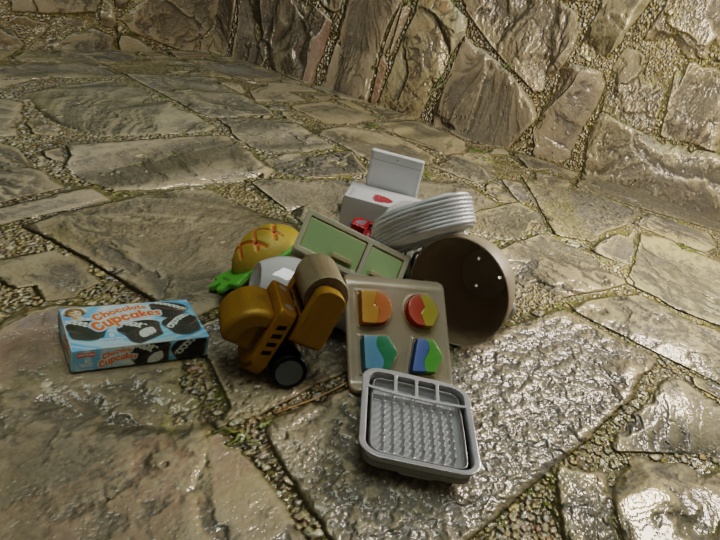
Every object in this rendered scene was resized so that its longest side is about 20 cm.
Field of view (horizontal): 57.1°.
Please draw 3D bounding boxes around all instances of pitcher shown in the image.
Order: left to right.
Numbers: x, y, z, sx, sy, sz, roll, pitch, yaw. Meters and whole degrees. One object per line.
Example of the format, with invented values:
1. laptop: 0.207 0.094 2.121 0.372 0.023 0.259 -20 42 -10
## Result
1. pitcher: -0.098 0.039 1.154 0.196 0.124 0.172 14 16 -24

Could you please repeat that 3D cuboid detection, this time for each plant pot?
1. plant pot: 0.208 0.022 1.235 0.197 0.205 0.133 26 28 27

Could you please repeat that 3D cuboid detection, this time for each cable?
1. cable: 0.115 -0.085 1.210 0.195 0.071 0.200 -16 -3 9

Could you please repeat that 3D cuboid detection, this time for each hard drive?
1. hard drive: 0.070 -0.180 1.606 0.128 0.205 0.027 14 23 3

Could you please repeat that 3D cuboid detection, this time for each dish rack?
1. dish rack: 0.077 0.221 0.932 0.167 0.045 0.201 13 24 -3

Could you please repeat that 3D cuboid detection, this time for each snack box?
1. snack box: -0.340 0.093 0.991 0.196 0.038 0.116 -4 29 -34

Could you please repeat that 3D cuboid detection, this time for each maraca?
1. maraca: -0.187 -0.016 1.215 0.198 0.109 0.136 -34 18 -24

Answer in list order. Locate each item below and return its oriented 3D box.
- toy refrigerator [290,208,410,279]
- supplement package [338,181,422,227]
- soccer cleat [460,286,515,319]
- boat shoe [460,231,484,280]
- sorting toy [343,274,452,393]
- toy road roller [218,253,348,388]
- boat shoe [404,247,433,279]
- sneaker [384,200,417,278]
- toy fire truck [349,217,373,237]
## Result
1. toy refrigerator: -0.018 -0.026 1.158 0.196 0.077 0.070 26 -13 -6
2. supplement package: 0.052 -0.114 1.553 0.195 0.123 0.122 15 24 3
3. soccer cleat: 0.218 0.059 1.341 0.197 0.071 0.077 22 29 35
4. boat shoe: 0.205 -0.049 1.359 0.199 0.072 0.069 40 -6 16
5. sorting toy: 0.064 0.100 1.073 0.180 0.037 0.205 5 63 -19
6. toy road roller: -0.123 0.061 0.983 0.144 0.202 0.123 26 16 -27
7. boat shoe: 0.147 -0.021 1.378 0.059 0.074 0.201 3 15 21
8. sneaker: 0.084 -0.049 1.402 0.077 0.132 0.201 6 40 13
9. toy fire truck: -0.042 -0.049 1.343 0.138 0.049 0.202 22 39 -1
